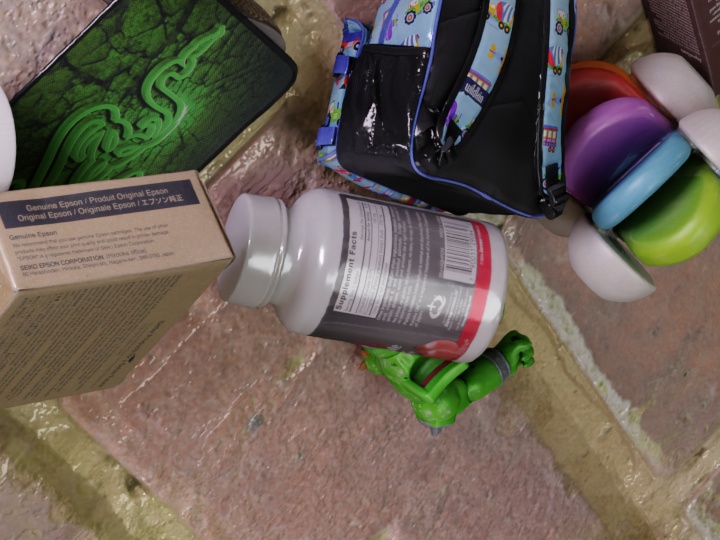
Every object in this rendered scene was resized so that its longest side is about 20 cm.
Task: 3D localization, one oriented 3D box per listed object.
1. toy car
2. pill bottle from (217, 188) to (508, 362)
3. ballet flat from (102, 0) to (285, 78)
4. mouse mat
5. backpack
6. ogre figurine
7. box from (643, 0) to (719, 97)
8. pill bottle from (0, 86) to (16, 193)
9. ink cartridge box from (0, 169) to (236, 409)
[{"bbox_3d":[0.205,-0.091,1.669,0.175,0.200,0.150,-43,134,11],"label":"toy car"},{"bbox_3d":[0.000,0.000,1.576,0.200,0.111,0.111,11,111,-17],"label":"pill bottle"},{"bbox_3d":[-0.126,-0.194,1.430,0.067,0.046,0.200,-45,133,14],"label":"ballet flat"},{"bbox_3d":[-0.154,-0.108,1.448,0.200,0.008,0.161,-42,136,10],"label":"mouse mat"},{"bbox_3d":[0.072,-0.150,1.557,0.182,0.134,0.200,17,81,-46],"label":"backpack"},{"bbox_3d":[0.060,0.047,1.704,0.120,0.098,0.200,-52,150,-18],"label":"ogre figurine"},{"bbox_3d":[0.282,-0.251,1.719,0.100,0.075,0.200,-39,133,-16],"label":"box"},{"bbox_3d":[-0.319,-0.074,1.288,0.200,0.110,0.110,-5,120,-38],"label":"pill bottle"},{"bbox_3d":[-0.203,0.018,1.405,0.165,0.075,0.200,-10,157,-37],"label":"ink cartridge box"}]
